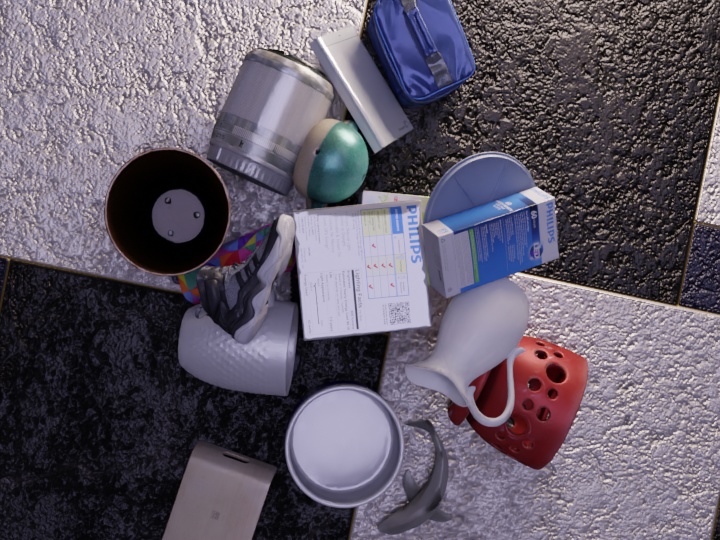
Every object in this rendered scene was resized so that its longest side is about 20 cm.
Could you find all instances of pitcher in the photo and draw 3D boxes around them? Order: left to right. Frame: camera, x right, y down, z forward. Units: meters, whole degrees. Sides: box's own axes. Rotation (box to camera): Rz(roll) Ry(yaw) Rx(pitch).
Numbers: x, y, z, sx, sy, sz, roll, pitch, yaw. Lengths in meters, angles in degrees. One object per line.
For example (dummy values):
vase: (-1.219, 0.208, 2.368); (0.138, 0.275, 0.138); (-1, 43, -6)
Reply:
pitcher: (0.188, 0.119, 1.497); (0.171, 0.121, 0.201); (36, 70, 9)

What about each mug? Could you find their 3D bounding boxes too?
mug: (-0.191, 0.091, 1.559); (0.173, 0.148, 0.203); (6, 111, 1)

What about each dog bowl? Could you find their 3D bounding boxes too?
dog bowl: (-0.028, 0.286, 1.655); (0.197, 0.079, 0.203); (0, 92, -6)

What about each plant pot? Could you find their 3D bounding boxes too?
plant pot: (-0.293, -0.090, 1.555); (0.184, 0.200, 0.190); (0, 92, -6)
plant pot: (0.252, 0.196, 1.628); (0.181, 0.200, 0.202); (26, 89, 2)

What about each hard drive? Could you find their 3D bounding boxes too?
hard drive: (0.005, -0.298, 1.623); (0.027, 0.132, 0.201); (-28, 96, 33)

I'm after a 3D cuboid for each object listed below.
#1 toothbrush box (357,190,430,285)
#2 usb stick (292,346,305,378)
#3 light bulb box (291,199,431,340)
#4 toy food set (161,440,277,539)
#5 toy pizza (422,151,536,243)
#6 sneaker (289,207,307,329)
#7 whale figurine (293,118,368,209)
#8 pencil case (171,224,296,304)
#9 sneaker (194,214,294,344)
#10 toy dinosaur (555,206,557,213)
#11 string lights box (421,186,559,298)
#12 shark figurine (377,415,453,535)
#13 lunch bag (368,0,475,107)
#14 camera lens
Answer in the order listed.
toothbrush box: (0.090, -0.050, 1.655); (0.197, 0.086, 0.148); (6, 90, -5)
usb stick: (-0.192, 0.130, 1.657); (0.198, 0.033, 0.056); (16, 83, -6)
light bulb box: (0.000, 0.000, 1.543); (0.197, 0.125, 0.201); (-5, 90, -3)
toy food set: (-0.236, 0.401, 1.653); (0.142, 0.060, 0.202); (18, 88, 5)
toy pizza: (0.181, -0.085, 1.515); (0.198, 0.032, 0.203); (-10, 115, -21)
sneaker: (-0.065, -0.004, 1.658); (0.092, 0.070, 0.203); (1, 90, -24)
whale figurine: (-0.031, -0.159, 1.580); (0.103, 0.200, 0.161); (23, 86, 15)
pencil case: (-0.204, -0.010, 1.595); (0.198, 0.088, 0.089); (-18, 93, 18)
sneaker: (-0.176, -0.001, 1.464); (0.113, 0.075, 0.202); (23, 95, 7)
toy dinosaur: (0.210, -0.084, 1.615); (0.198, 0.105, 0.183); (-26, 123, -3)
string lights box: (0.197, -0.043, 1.486); (0.198, 0.059, 0.104); (-18, 118, -17)
shark figurine: (0.120, 0.357, 1.670); (0.127, 0.089, 0.217); (16, 92, -8)
lunch bag: (0.098, -0.378, 1.623); (0.135, 0.132, 0.202); (-26, 95, -5)
camera lens: (-0.142, -0.240, 1.588); (0.158, 0.160, 0.202); (24, 89, -6)
